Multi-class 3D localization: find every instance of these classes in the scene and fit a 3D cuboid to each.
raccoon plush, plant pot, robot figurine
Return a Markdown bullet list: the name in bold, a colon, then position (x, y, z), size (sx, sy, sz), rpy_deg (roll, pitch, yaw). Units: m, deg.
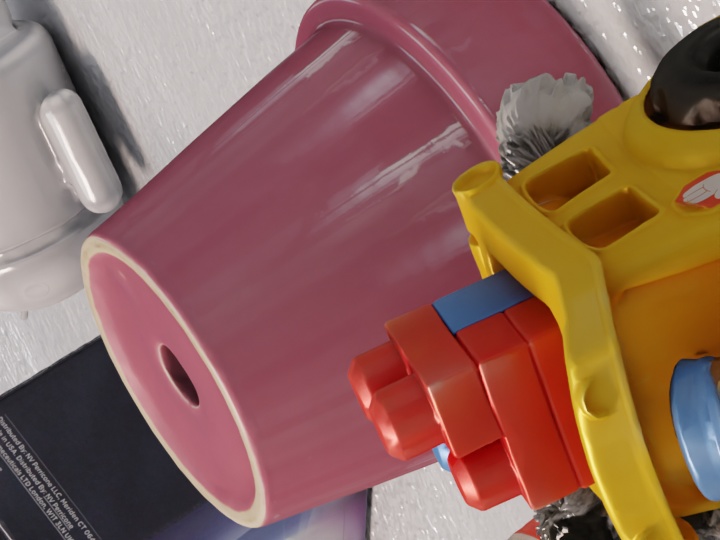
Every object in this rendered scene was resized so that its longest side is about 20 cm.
- **raccoon plush**: position (0.092, 0.042, 1.040), size (0.134, 0.096, 0.201), rpy_deg (114, 152, -69)
- **plant pot**: position (0.000, 0.000, 1.121), size (0.200, 0.178, 0.200), rpy_deg (48, 158, 27)
- **robot figurine**: position (-0.203, -0.061, 1.638), size (0.169, 0.113, 0.201), rpy_deg (1, 121, 46)

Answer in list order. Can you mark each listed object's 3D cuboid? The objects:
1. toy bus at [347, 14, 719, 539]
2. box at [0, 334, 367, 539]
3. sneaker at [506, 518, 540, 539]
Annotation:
- **toy bus**: position (0.100, 0.023, 0.865), size (0.200, 0.191, 0.136), rpy_deg (-133, 21, -64)
- **box**: position (-0.104, 0.124, 1.530), size (0.123, 0.198, 0.200), rpy_deg (47, 158, 24)
- **sneaker**: position (0.122, 0.186, 1.216), size (0.200, 0.093, 0.070), rpy_deg (57, 161, 9)
